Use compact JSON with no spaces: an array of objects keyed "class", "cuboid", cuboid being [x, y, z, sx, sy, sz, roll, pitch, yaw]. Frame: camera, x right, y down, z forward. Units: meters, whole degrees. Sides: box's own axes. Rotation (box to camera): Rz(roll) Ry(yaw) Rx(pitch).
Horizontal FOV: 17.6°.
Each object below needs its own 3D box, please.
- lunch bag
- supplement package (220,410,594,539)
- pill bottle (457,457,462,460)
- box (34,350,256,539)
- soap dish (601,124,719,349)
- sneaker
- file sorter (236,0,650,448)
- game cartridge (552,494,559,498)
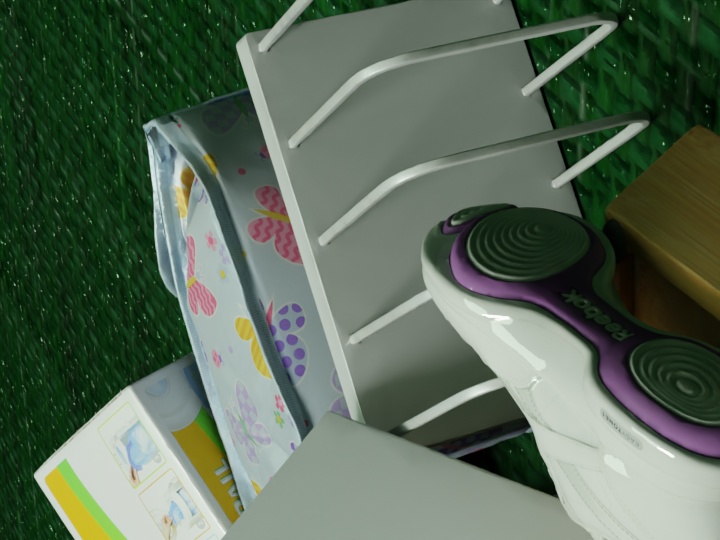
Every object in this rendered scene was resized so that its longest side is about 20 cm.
[{"class":"lunch bag","cuboid":[0.000,0.000,1.129,0.201,0.169,0.127,70,156,7]},{"class":"supplement package","cuboid":[0.024,0.198,0.994,0.151,0.151,0.201,18,143,34]},{"class":"pill bottle","cuboid":[-0.013,0.037,1.263,0.116,0.115,0.202,-162,60,-66]},{"class":"box","cuboid":[-0.053,0.144,1.182,0.201,0.112,0.101,55,132,6]},{"class":"soap dish","cuboid":[0.164,0.056,0.868,0.200,0.081,0.158,-137,38,-54]},{"class":"sneaker","cuboid":[0.077,0.047,0.862,0.200,0.074,0.100,-130,34,-49]},{"class":"file sorter","cuboid":[0.054,-0.038,1.014,0.124,0.138,0.201,-34,72,65]},{"class":"game cartridge","cuboid":[0.114,0.169,1.095,0.200,0.040,0.134,-34,74,59]}]
